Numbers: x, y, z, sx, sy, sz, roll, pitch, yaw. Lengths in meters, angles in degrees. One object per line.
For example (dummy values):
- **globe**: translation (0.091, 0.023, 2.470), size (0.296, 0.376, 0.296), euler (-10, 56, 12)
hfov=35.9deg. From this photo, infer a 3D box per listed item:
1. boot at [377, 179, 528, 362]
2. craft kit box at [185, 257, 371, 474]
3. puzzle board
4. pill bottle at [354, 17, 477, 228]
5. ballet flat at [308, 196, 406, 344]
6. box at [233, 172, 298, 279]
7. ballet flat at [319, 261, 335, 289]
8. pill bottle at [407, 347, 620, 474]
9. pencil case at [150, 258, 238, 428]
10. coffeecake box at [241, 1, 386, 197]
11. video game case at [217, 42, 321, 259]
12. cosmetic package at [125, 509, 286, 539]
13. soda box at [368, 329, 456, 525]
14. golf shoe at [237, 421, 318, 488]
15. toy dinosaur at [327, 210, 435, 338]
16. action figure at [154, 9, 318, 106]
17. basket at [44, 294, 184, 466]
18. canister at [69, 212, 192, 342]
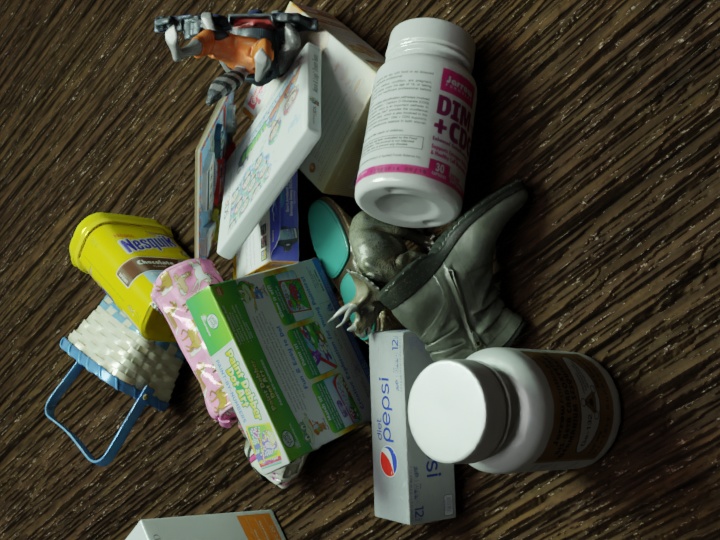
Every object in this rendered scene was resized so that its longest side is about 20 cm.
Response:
- **boot**: translation (0.125, 0.013, 1.142), size (0.200, 0.068, 0.131), euler (-43, 92, -9)
- **craft kit box**: translation (-0.074, 0.096, 1.205), size (0.048, 0.197, 0.201), euler (-29, 82, 31)
- **puzzle board**: translation (-0.179, -0.112, 1.384), size (0.151, 0.017, 0.201), euler (-76, -4, -47)
- **pill bottle**: translation (0.063, -0.157, 1.175), size (0.113, 0.113, 0.201), euler (-11, 62, 43)
- **ballet flat**: translation (0.000, 0.000, 1.274), size (0.071, 0.065, 0.201), euler (-51, 51, 42)
- **box**: translation (-0.115, -0.057, 1.360), size (0.200, 0.041, 0.120), euler (160, 110, -66)
- **ballet flat**: translation (-0.099, 0.044, 1.368), size (0.200, 0.071, 0.071), euler (-53, 52, 28)
- **pill bottle**: translation (0.141, 0.128, 1.021), size (0.114, 0.200, 0.115), euler (-6, 81, 44)
- **pencil case**: translation (-0.176, 0.086, 1.336), size (0.086, 0.083, 0.200), euler (-37, 74, 23)
- **coffeecake box**: translation (-0.041, -0.205, 1.333), size (0.200, 0.073, 0.154), euler (46, 118, 38)
- **video game case**: translation (-0.103, -0.138, 1.266), size (0.200, 0.024, 0.182), euler (-50, 26, 32)
- **cosmetic package**: translation (-0.175, 0.347, 1.308), size (0.071, 0.200, 0.102), euler (-52, 53, 27)
- **soda box**: translation (0.054, 0.163, 1.179), size (0.068, 0.063, 0.201), euler (-5, 87, 57)
- **golf shoe**: translation (-0.083, 0.209, 1.308), size (0.200, 0.072, 0.092), euler (160, 98, -67)
- **toy dinosaur**: translation (0.027, -0.026, 1.205), size (0.077, 0.102, 0.201), euler (131, 145, -52)
- **action figure**: translation (-0.155, -0.247, 1.277), size (0.199, 0.193, 0.105), euler (3, 102, 15)
- **basket**: translation (-0.340, 0.150, 1.527), size (0.176, 0.139, 0.200), euler (31, 81, 43)
- **canister**: translation (-0.280, 0.011, 1.494), size (0.200, 0.148, 0.087), euler (41, 113, 37)
